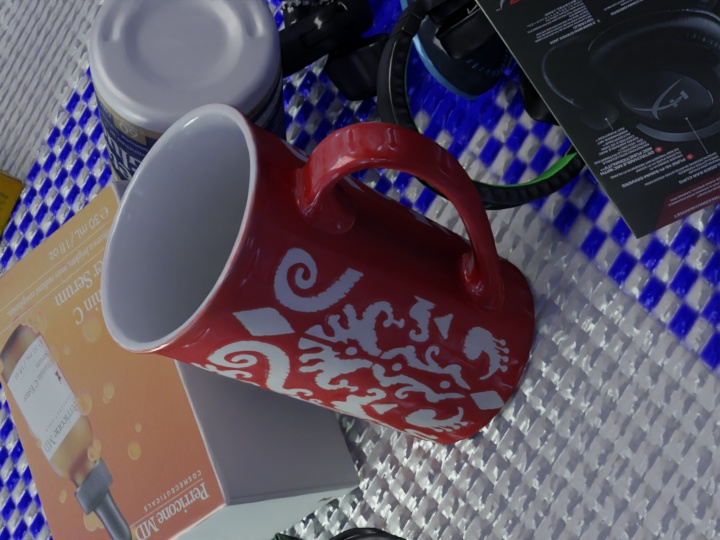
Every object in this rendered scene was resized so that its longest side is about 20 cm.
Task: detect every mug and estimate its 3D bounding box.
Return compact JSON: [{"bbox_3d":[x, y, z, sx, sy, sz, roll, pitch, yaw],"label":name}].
[{"bbox_3d":[-0.004,0.011,1.193,0.177,0.200,0.134,-4,67,54],"label":"mug"}]

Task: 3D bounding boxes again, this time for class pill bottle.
[{"bbox_3d":[-0.100,-0.088,1.402,0.200,0.111,0.111,89,-174,-64],"label":"pill bottle"}]

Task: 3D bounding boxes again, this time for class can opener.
[{"bbox_3d":[-0.047,-0.133,1.455,0.200,0.063,0.079,-9,100,60],"label":"can opener"}]

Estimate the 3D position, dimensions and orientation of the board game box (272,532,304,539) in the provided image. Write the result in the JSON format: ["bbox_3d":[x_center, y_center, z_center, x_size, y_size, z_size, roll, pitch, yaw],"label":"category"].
[{"bbox_3d":[-0.030,0.234,1.173,0.105,0.023,0.200,-62,32,21],"label":"board game box"}]

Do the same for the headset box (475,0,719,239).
[{"bbox_3d":[0.152,-0.114,1.043,0.149,0.200,0.077,-26,45,16],"label":"headset box"}]

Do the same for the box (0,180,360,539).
[{"bbox_3d":[-0.115,0.069,1.337,0.152,0.106,0.200,-36,67,38],"label":"box"}]

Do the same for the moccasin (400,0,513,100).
[{"bbox_3d":[0.065,-0.192,1.333,0.068,0.080,0.200,-30,48,37],"label":"moccasin"}]

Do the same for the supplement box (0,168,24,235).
[{"bbox_3d":[-0.366,-0.010,1.807,0.109,0.109,0.200,26,92,57],"label":"supplement box"}]

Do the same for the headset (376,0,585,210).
[{"bbox_3d":[0.086,-0.125,1.240,0.200,0.123,0.094,-58,11,-13],"label":"headset"}]

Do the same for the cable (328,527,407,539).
[{"bbox_3d":[-0.002,0.231,1.202,0.163,0.051,0.200,-35,46,46],"label":"cable"}]
